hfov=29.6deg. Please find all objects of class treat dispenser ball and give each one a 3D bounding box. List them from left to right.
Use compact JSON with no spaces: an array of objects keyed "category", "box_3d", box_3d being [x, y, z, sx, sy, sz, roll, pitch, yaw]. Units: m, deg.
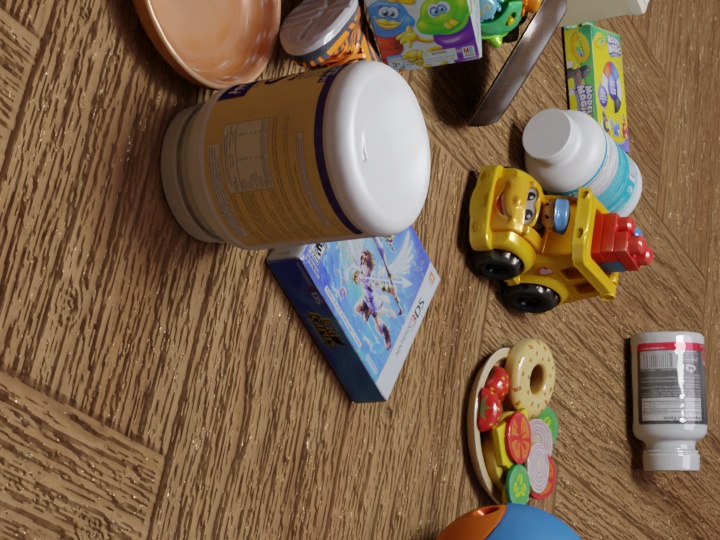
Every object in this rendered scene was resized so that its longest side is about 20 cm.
[{"category":"treat dispenser ball","box_3d":[0.157,0.347,1.436,0.200,0.199,0.203,13,75,-56]}]

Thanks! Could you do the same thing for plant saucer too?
[{"category":"plant saucer","box_3d":[-0.142,-0.257,1.204,0.200,0.037,0.202,12,75,-56]},{"category":"plant saucer","box_3d":[0.190,-0.249,1.605,0.032,0.201,0.201,32,47,-1]}]

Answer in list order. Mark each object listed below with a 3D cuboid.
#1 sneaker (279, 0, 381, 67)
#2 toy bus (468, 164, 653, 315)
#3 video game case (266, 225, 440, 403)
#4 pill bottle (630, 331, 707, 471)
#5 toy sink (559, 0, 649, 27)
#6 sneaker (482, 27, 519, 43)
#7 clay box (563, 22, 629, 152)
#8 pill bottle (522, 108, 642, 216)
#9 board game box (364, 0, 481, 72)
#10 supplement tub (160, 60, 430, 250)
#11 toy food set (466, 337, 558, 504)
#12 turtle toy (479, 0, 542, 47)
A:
[{"category":"sneaker","box_3d":[-0.017,-0.217,1.332,0.200,0.077,0.113,-69,143,-57]},{"category":"toy bus","box_3d":[0.247,-0.041,1.646,0.200,0.191,0.137,41,54,-46]},{"category":"video game case","box_3d":[0.000,0.000,1.384,0.201,0.045,0.182,60,39,-33]},{"category":"pill bottle","box_3d":[0.455,0.194,2.012,0.110,0.110,0.202,12,75,-56]},{"category":"toy sink","box_3d":[0.332,-0.415,1.824,0.112,0.199,0.131,55,42,-37]},{"category":"sneaker","box_3d":[0.128,-0.326,1.602,0.199,0.078,0.080,16,78,-54]},{"category":"clay box","box_3d":[0.338,-0.269,1.953,0.115,0.047,0.202,-3,89,-58]},{"category":"pill bottle","box_3d":[0.286,-0.140,1.795,0.200,0.110,0.112,32,59,-51]},{"category":"board game box","box_3d":[0.051,-0.307,1.336,0.201,0.102,0.106,69,17,-50]},{"category":"supplement tub","box_3d":[-0.056,-0.094,1.164,0.145,0.199,0.147,12,76,-57]},{"category":"toy food set","box_3d":[0.190,0.192,1.652,0.200,0.048,0.200,-24,106,-57]},{"category":"turtle toy","box_3d":[0.135,-0.344,1.490,0.145,0.101,0.202,-16,96,-37]}]
